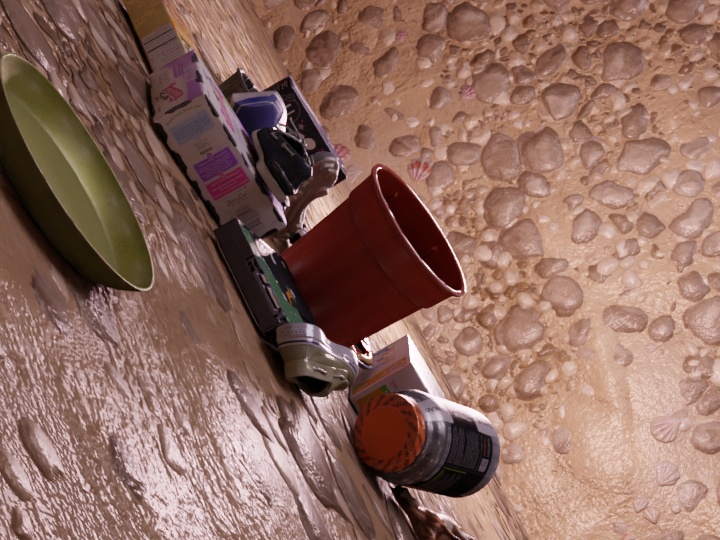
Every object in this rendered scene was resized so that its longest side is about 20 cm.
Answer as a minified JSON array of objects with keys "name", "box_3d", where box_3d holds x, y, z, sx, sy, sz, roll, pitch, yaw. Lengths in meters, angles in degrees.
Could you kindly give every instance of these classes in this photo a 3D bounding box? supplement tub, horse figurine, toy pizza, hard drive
[{"name":"supplement tub","box_3d":[0.084,0.221,1.753,0.200,0.122,0.123,25,33,-54]},{"name":"horse figurine","box_3d":[0.116,0.351,1.805,0.132,0.050,0.200,36,0,32]},{"name":"toy pizza","box_3d":[-0.040,0.056,1.938,0.200,0.032,0.200,50,6,-7]},{"name":"hard drive","box_3d":[-0.102,0.028,1.602,0.140,0.038,0.200,62,4,18]}]

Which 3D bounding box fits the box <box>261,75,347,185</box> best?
[{"name":"box","box_3d":[-0.122,-0.238,2.496,0.200,0.115,0.132,59,5,-17]}]

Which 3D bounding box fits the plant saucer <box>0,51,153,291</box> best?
[{"name":"plant saucer","box_3d":[-0.217,-0.066,1.001,0.200,0.031,0.200,61,4,-8]}]

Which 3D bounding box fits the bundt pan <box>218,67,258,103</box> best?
[{"name":"bundt pan","box_3d":[-0.165,-0.204,2.079,0.202,0.076,0.202,60,6,-10]}]

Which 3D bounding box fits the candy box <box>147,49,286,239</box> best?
[{"name":"candy box","box_3d":[-0.176,-0.148,1.663,0.200,0.071,0.168,59,5,-29]}]

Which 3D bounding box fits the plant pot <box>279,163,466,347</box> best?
[{"name":"plant pot","box_3d":[0.000,0.000,1.758,0.201,0.195,0.201,49,17,-21]}]

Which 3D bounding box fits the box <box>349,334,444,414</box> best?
[{"name":"box","box_3d":[0.055,0.180,1.957,0.113,0.101,0.200,59,5,-6]}]

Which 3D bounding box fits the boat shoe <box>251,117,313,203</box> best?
[{"name":"boat shoe","box_3d":[-0.095,-0.142,1.685,0.075,0.062,0.200,58,4,-17]}]

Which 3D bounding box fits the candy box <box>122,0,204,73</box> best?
[{"name":"candy box","box_3d":[-0.246,-0.281,1.808,0.200,0.055,0.115,63,5,31]}]

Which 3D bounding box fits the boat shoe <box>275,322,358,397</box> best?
[{"name":"boat shoe","box_3d":[-0.053,0.112,1.547,0.200,0.072,0.062,44,45,-66]}]

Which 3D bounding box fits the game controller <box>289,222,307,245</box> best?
[{"name":"game controller","box_3d":[-0.067,-0.028,2.069,0.104,0.042,0.200,33,5,-13]}]

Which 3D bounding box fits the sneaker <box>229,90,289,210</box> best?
[{"name":"sneaker","box_3d":[-0.129,-0.140,1.841,0.200,0.080,0.115,94,-17,-49]}]

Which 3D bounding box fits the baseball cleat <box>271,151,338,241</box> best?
[{"name":"baseball cleat","box_3d":[-0.095,-0.128,1.939,0.070,0.200,0.107,1,58,-31]}]
